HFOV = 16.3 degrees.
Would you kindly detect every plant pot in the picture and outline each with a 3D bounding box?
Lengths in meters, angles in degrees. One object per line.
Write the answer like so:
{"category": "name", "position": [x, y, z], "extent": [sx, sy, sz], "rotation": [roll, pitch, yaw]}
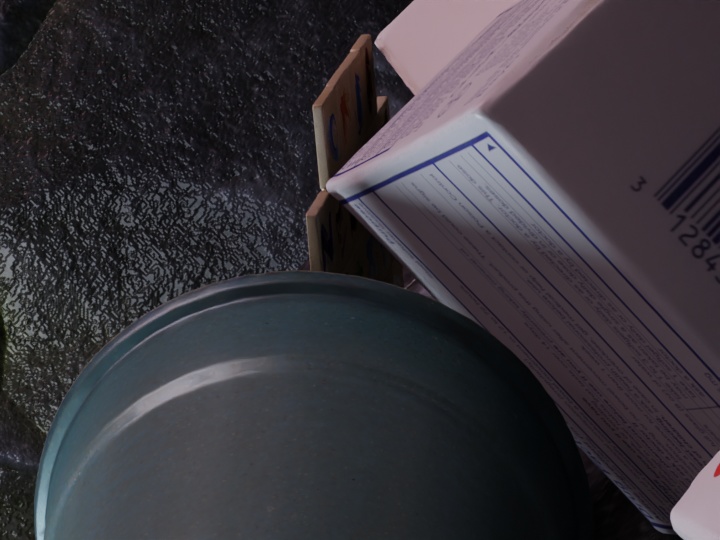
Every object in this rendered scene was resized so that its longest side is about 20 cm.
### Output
{"category": "plant pot", "position": [-0.022, 0.130, 0.807], "extent": [0.200, 0.200, 0.196], "rotation": [-43, 15, 18]}

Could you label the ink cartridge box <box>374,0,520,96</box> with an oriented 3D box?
{"category": "ink cartridge box", "position": [0.128, -0.056, 1.034], "extent": [0.129, 0.200, 0.125], "rotation": [-44, 23, 6]}

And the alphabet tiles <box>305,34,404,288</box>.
{"category": "alphabet tiles", "position": [0.000, 0.000, 1.004], "extent": [0.006, 0.167, 0.200], "rotation": [-3, 16, 9]}

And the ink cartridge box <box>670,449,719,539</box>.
{"category": "ink cartridge box", "position": [0.160, 0.036, 0.557], "extent": [0.145, 0.084, 0.200], "rotation": [-50, 3, -2]}

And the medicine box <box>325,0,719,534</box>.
{"category": "medicine box", "position": [0.104, -0.008, 0.841], "extent": [0.103, 0.182, 0.200], "rotation": [-45, 7, -13]}
